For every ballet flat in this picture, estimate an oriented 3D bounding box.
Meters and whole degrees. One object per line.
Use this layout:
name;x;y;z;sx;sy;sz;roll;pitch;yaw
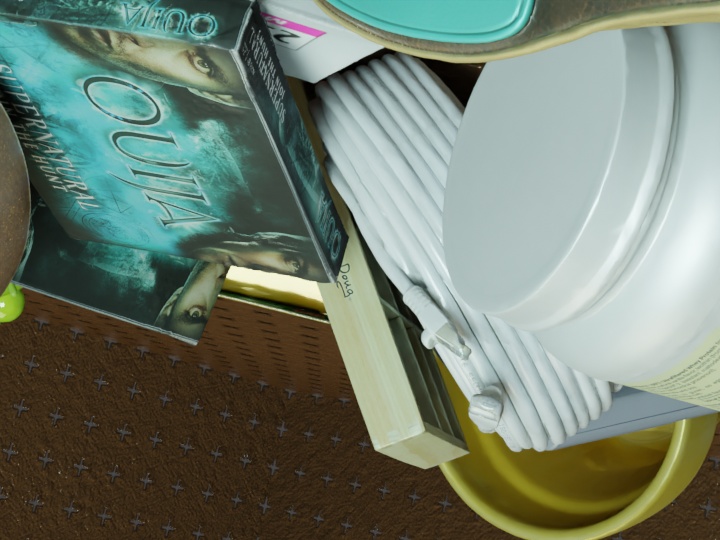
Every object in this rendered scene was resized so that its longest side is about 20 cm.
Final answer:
ballet flat;0.070;-0.096;0.519;0.199;0.069;0.063;8;-175;38

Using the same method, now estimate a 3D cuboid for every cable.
cable;0.046;-0.011;0.775;0.069;0.201;0.200;-31;159;2

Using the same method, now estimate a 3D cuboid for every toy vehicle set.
toy vehicle set;0.000;0.000;0.866;0.026;0.201;0.124;-22;166;8

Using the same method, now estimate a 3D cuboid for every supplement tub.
supplement tub;0.146;-0.019;0.635;0.199;0.146;0.145;16;171;-23

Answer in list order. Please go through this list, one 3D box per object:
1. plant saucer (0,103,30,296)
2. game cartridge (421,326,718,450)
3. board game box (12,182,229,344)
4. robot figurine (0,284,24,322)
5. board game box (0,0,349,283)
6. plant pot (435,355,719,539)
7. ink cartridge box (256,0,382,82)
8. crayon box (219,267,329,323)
plant saucer;-0.230;-0.028;0.654;0.199;0.201;0.035;13;-144;-7
game cartridge;0.102;0.023;0.929;0.132;0.041;0.200;-6;-146;-23
board game box;-0.122;-0.047;0.851;0.028;0.136;0.200;23;179;34
robot figurine;-0.246;-0.054;1.019;0.115;0.176;0.200;-17;-152;-26
board game box;-0.087;-0.057;0.694;0.135;0.028;0.200;10;158;15
plant pot;0.172;0.081;1.198;0.200;0.202;0.189;8;-175;32
ink cartridge box;-0.103;-0.122;0.680;0.199;0.044;0.173;15;170;-19
crayon box;-0.071;-0.008;1.252;0.126;0.051;0.200;13;-173;-1
